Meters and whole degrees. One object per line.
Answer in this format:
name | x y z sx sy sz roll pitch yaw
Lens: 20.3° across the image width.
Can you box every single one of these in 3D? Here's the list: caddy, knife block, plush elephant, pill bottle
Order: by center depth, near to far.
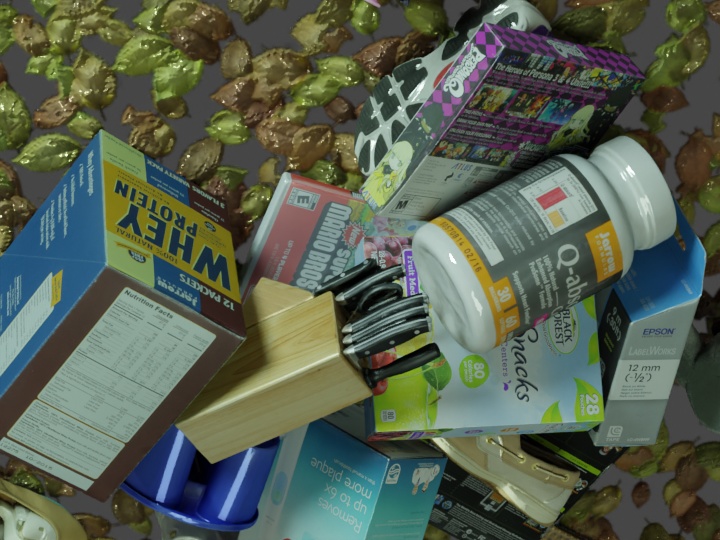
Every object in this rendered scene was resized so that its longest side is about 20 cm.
knife block | -0.032 0.079 1.616 0.201 0.175 0.064 -56 136 -18
pill bottle | 0.151 -0.025 1.644 0.199 0.116 0.117 -28 126 -13
caddy | -0.152 0.159 1.755 0.141 0.200 0.106 20 103 -18
plush elephant | 0.373 0.084 1.814 0.164 0.154 0.201 -11 96 47

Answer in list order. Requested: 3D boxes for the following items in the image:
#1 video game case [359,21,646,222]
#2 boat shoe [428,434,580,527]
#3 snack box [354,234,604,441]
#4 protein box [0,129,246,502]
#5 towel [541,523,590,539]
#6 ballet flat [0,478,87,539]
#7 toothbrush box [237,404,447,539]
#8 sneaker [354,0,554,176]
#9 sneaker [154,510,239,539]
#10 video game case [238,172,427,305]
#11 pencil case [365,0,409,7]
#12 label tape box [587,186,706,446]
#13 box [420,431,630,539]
video game case | 0.118 -0.111 1.642 0.199 0.036 0.182 4 132 -48
boat shoe | 0.116 0.150 1.797 0.200 0.074 0.069 37 93 -27
snack box | 0.100 0.055 1.713 0.198 0.170 0.068 -3 169 -9
protein box | -0.212 0.036 1.650 0.134 0.199 0.200 30 115 -26
towel | 0.169 0.339 2.028 0.146 0.022 0.200 27 114 -25
ballet flat | -0.335 0.226 1.847 0.200 0.063 0.069 36 113 -28
toothbrush box | -0.025 0.229 1.779 0.085 0.146 0.201 3 108 -47
sneaker | 0.080 -0.138 1.653 0.200 0.081 0.083 -37 135 21
sneaker | -0.129 0.287 1.889 0.073 0.116 0.200 -33 124 12
video game case | 0.000 0.000 1.769 0.199 0.017 0.144 15 120 -18
pencil case | 0.036 -0.302 1.520 0.090 0.094 0.201 17 120 -19
label tape box | 0.229 0.031 1.744 0.066 0.144 0.201 -1 125 -15
box | 0.129 0.165 1.874 0.199 0.048 0.193 30 109 -29
